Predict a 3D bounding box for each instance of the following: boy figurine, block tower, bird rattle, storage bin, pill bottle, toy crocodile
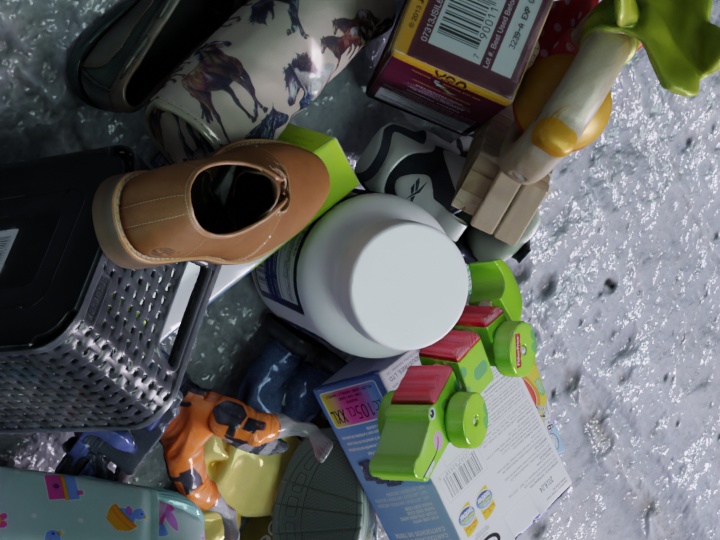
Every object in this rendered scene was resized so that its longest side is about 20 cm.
[{"bbox_3d":[-0.084,0.139,1.176,0.124,0.064,0.201,28,93,-38],"label":"boy figurine"},{"bbox_3d":[0.115,-0.106,1.115,0.054,0.200,0.058,25,129,-4],"label":"block tower"},{"bbox_3d":[0.135,-0.130,1.000,0.113,0.200,0.163,37,77,-13],"label":"bird rattle"},{"bbox_3d":[-0.196,0.015,0.917,0.094,0.199,0.136,47,49,-41],"label":"storage bin"},{"bbox_3d":[0.000,0.000,1.069,0.111,0.200,0.112,-2,97,-18],"label":"pill bottle"},{"bbox_3d":[0.062,0.069,1.051,0.200,0.067,0.062,-51,130,-40],"label":"toy crocodile"}]

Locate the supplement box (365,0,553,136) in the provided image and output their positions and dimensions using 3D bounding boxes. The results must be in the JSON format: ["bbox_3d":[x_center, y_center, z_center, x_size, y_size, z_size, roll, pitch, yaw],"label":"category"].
[{"bbox_3d":[0.069,-0.165,1.052,0.085,0.200,0.111,23,87,-3],"label":"supplement box"}]

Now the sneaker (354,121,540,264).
[{"bbox_3d":[0.100,-0.047,1.171,0.199,0.130,0.080,11,120,-53],"label":"sneaker"}]

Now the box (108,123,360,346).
[{"bbox_3d":[-0.112,-0.026,1.034,0.200,0.122,0.048,-39,121,-19],"label":"box"}]

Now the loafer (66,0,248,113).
[{"bbox_3d":[-0.102,-0.175,1.011,0.200,0.063,0.072,-48,132,-10],"label":"loafer"}]

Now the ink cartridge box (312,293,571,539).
[{"bbox_3d":[0.070,0.138,1.144,0.136,0.076,0.201,-34,100,-43],"label":"ink cartridge box"}]

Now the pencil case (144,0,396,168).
[{"bbox_3d":[-0.054,-0.132,1.004,0.200,0.078,0.090,-50,142,-30],"label":"pencil case"}]

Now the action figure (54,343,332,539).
[{"bbox_3d":[-0.146,0.114,1.082,0.193,0.105,0.200,37,126,-16],"label":"action figure"}]

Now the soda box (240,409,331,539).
[{"bbox_3d":[-0.044,0.209,1.239,0.064,0.068,0.201,28,92,-44],"label":"soda box"}]

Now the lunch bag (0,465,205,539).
[{"bbox_3d":[-0.211,0.210,1.046,0.199,0.077,0.161,10,132,-14],"label":"lunch bag"}]

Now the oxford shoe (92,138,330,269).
[{"bbox_3d":[-0.063,-0.039,0.885,0.200,0.071,0.072,-23,100,-59],"label":"oxford shoe"}]

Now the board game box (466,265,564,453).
[{"bbox_3d":[0.074,0.075,1.232,0.134,0.034,0.201,-22,95,-30],"label":"board game box"}]

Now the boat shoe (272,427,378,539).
[{"bbox_3d":[-0.021,0.214,1.174,0.065,0.074,0.203,-23,115,-67],"label":"boat shoe"}]
